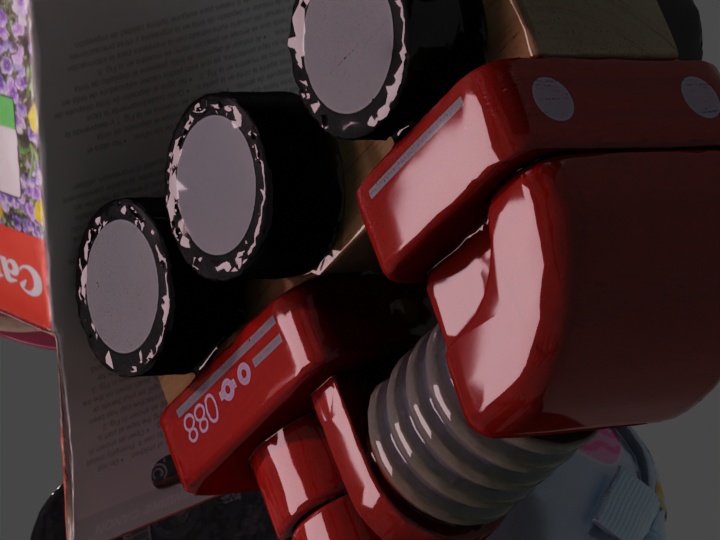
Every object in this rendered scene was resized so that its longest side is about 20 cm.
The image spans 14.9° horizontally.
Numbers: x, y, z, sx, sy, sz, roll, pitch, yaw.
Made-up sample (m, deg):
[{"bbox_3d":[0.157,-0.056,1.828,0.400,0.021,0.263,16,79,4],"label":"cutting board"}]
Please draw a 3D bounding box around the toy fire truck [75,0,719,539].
[{"bbox_3d":[0.017,0.042,0.658,0.176,0.128,0.201,-43,59,44],"label":"toy fire truck"}]

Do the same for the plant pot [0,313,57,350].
[{"bbox_3d":[-0.142,-0.052,1.267,0.179,0.198,0.202,-69,-27,-79],"label":"plant pot"}]

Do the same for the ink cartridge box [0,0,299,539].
[{"bbox_3d":[-0.059,-0.034,0.767,0.050,0.109,0.201,20,119,44],"label":"ink cartridge box"}]

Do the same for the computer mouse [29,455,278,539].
[{"bbox_3d":[-0.020,0.102,0.951,0.046,0.199,0.141,40,-154,-51],"label":"computer mouse"}]

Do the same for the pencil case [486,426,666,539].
[{"bbox_3d":[0.039,0.124,0.816,0.090,0.083,0.201,30,140,28],"label":"pencil case"}]
